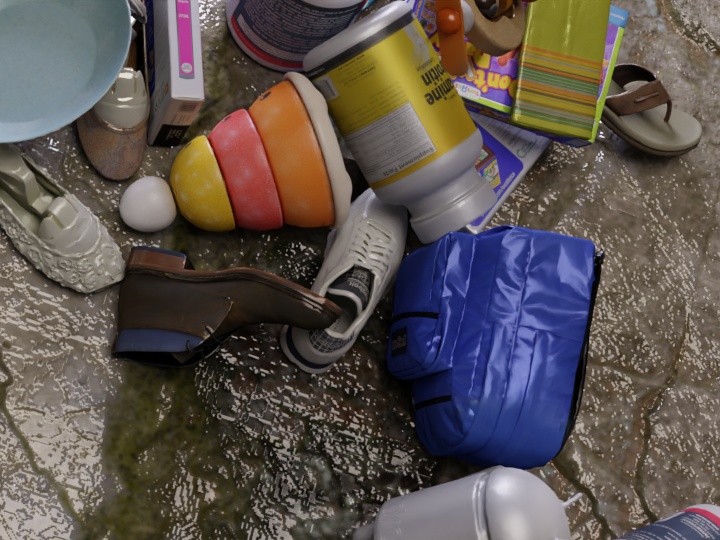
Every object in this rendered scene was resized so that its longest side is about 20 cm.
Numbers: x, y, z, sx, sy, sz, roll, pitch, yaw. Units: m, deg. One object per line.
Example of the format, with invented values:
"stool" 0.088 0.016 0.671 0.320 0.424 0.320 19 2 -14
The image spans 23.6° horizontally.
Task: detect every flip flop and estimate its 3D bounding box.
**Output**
"flip flop" 0.264 -0.181 1.722 0.199 0.058 0.081 31 37 -15

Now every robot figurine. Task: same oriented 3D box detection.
"robot figurine" 0.089 0.231 1.430 0.113 0.199 0.170 58 24 -32

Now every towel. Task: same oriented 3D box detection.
"towel" 0.193 -0.227 1.626 0.086 0.018 0.201 11 84 -19

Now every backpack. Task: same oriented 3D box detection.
"backpack" 0.109 0.073 1.526 0.167 0.162 0.201 9 78 -11

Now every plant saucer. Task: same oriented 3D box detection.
"plant saucer" -0.288 -0.185 1.470 0.200 0.039 0.202 -3 62 5

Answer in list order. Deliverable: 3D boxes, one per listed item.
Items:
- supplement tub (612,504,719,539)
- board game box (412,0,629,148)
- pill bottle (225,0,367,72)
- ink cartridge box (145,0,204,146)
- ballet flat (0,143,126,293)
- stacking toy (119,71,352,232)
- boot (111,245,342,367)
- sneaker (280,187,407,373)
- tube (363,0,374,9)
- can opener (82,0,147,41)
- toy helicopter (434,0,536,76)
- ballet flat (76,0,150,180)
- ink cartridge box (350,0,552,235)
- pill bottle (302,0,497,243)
"supplement tub" 0.250 0.296 1.493 0.199 0.140 0.141 -17 76 -26
"board game box" 0.143 -0.212 1.643 0.199 0.045 0.135 17 83 -13
"pill bottle" -0.043 -0.278 1.583 0.119 0.200 0.120 7 67 -18
"ink cartridge box" -0.174 -0.223 1.571 0.037 0.095 0.201 0 69 -21
"ballet flat" -0.282 -0.058 1.481 0.200 0.072 0.072 42 61 -1
"stacking toy" -0.118 -0.082 1.532 0.199 0.146 0.147 -18 76 -10
"boot" -0.118 0.048 1.476 0.199 0.075 0.097 12 73 18
"sneaker" 0.000 0.000 1.555 0.076 0.081 0.201 28 61 -6
"tube" 0.052 -0.337 1.736 0.200 0.050 0.078 -34 81 -23
"can opener" -0.274 -0.257 1.533 0.199 0.053 0.067 28 75 23
"toy helicopter" 0.074 -0.263 1.516 0.200 0.079 0.133 42 50 -29
"ballet flat" -0.221 -0.182 1.553 0.068 0.067 0.201 2 69 -21
"ink cartridge box" 0.082 -0.155 1.669 0.200 0.043 0.198 41 60 -3
"pill bottle" 0.041 -0.130 1.547 0.112 0.112 0.201 -35 101 -29
